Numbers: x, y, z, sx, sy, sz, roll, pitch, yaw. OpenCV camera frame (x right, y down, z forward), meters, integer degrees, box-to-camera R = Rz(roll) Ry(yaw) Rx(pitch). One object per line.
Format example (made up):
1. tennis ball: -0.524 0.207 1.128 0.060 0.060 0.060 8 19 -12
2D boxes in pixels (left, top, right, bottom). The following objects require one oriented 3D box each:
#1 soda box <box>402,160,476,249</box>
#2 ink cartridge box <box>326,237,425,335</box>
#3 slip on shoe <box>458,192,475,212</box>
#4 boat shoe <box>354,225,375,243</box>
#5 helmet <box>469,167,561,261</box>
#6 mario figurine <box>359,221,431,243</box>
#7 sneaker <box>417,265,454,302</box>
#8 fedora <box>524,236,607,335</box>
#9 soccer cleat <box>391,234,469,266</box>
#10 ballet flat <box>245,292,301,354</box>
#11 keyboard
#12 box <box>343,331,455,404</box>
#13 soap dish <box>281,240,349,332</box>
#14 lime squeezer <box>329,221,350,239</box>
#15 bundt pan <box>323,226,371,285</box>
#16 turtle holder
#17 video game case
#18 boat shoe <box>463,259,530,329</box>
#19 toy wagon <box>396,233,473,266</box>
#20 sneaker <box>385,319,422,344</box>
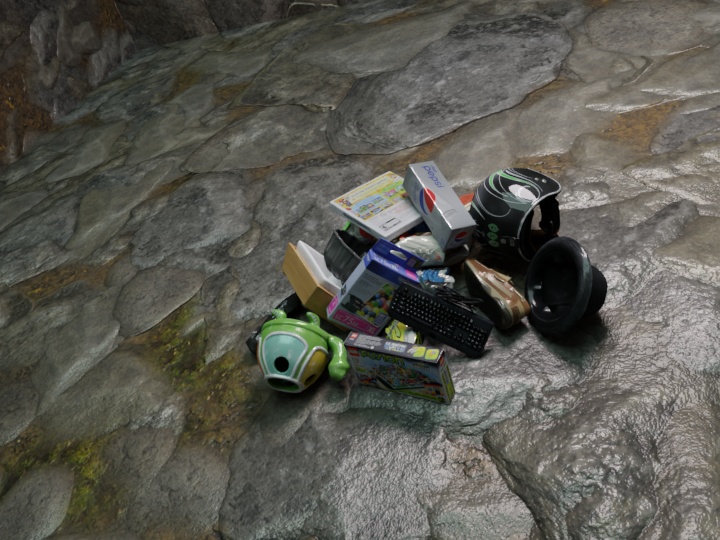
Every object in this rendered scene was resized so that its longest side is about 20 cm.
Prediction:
1. soda box: 0.166 -0.143 1.492 0.067 0.064 0.202 -12 55 -25
2. ink cartridge box: 0.032 0.039 1.381 0.201 0.118 0.042 -54 27 24
3. slip on shoe: 0.254 -0.150 1.592 0.061 0.075 0.199 32 33 24
4. boat shoe: 0.007 -0.146 1.750 0.069 0.071 0.201 -10 32 9
5. helmet: 0.325 -0.122 1.474 0.198 0.203 0.190 -33 38 -18
6. mario figurine: 0.094 -0.092 1.597 0.195 0.109 0.123 -1 2 10
7. sneaker: 0.157 0.046 1.441 0.073 0.089 0.200 -8 14 5
8. fedora: 0.392 0.035 1.300 0.090 0.203 0.202 11 32 -18
9. soccer cleat: 0.139 -0.038 1.479 0.196 0.070 0.078 -18 44 -20
10. ballet flat: -0.180 0.115 1.545 0.200 0.057 0.066 -50 2 -35
11. keyboard: 0.154 0.079 1.312 0.197 0.040 0.106 24 88 6
12. box: 0.071 0.178 1.278 0.197 0.111 0.035 7 43 33
13. soap dish: -0.081 0.035 1.502 0.082 0.156 0.200 -49 36 7
14. lime squeezer: -0.038 -0.059 1.708 0.069 0.038 0.201 7 31 -19
15. bundt pan: 0.000 0.000 1.486 0.076 0.200 0.202 -51 36 11
16. turtle holder: -0.118 0.173 1.378 0.182 0.141 0.134 21 57 -10
17. video game case: 0.061 -0.146 1.556 0.198 0.023 0.181 -31 48 -33
18. boat shoe: 0.272 0.043 1.391 0.072 0.077 0.201 -16 37 -12
19. toy wagon: 0.159 -0.066 1.606 0.197 0.040 0.156 8 44 34
20. sneaker: 0.088 0.108 1.389 0.075 0.076 0.202 -6 37 18
